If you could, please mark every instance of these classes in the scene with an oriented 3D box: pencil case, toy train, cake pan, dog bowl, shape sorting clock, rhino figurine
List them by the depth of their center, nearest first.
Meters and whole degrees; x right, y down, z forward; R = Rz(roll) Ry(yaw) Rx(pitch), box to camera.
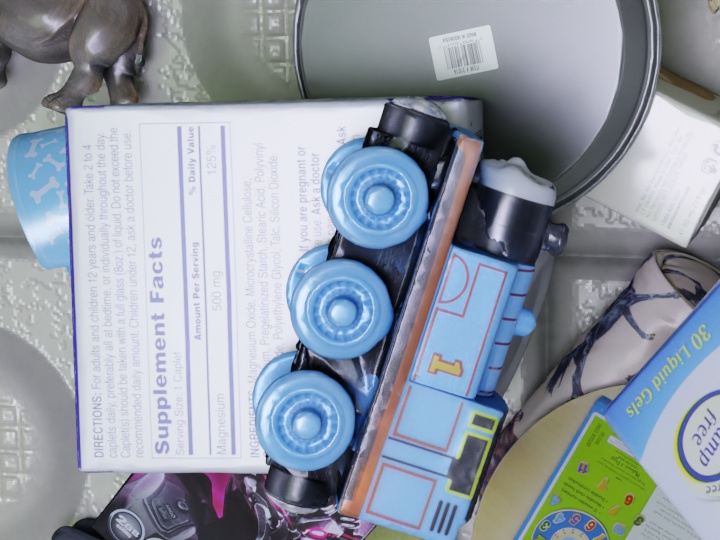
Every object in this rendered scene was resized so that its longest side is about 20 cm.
[{"bbox_3d":[0.022,0.024,1.013,0.114,0.087,0.200,18,96,-6],"label":"toy train"},{"bbox_3d":[0.056,-0.118,1.153,0.200,0.037,0.200,2,100,14],"label":"cake pan"},{"bbox_3d":[0.156,0.161,1.190,0.200,0.039,0.200,-3,80,17],"label":"shape sorting clock"},{"bbox_3d":[0.147,0.081,1.254,0.089,0.078,0.200,33,110,-13],"label":"pencil case"},{"bbox_3d":[-0.135,0.000,1.290,0.050,0.111,0.200,-23,109,13],"label":"dog bowl"},{"bbox_3d":[-0.217,-0.153,1.319,0.200,0.060,0.088,21,89,12],"label":"rhino figurine"}]

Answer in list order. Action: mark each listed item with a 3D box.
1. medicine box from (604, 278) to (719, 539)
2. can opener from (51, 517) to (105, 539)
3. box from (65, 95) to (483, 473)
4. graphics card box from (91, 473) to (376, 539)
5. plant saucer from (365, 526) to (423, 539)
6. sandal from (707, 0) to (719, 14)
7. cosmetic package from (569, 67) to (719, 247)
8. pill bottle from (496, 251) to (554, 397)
[{"bbox_3d":[0.252,0.080,1.057,0.182,0.103,0.200,-50,53,18],"label":"medicine box"},{"bbox_3d":[-0.102,0.205,1.360,0.200,0.063,0.079,26,94,11],"label":"can opener"},{"bbox_3d":[-0.039,0.005,1.109,0.200,0.105,0.184,0,96,7],"label":"box"},{"bbox_3d":[-0.047,0.112,1.228,0.125,0.051,0.200,41,119,1],"label":"graphics card box"},{"bbox_3d":[-0.046,0.172,1.317,0.200,0.031,0.200,-1,75,3],"label":"plant saucer"},{"bbox_3d":[0.217,-0.161,1.182,0.212,0.078,0.070,33,103,2],"label":"sandal"},{"bbox_3d":[0.113,-0.094,1.214,0.200,0.105,0.071,28,105,8],"label":"cosmetic package"},{"bbox_3d":[0.000,0.000,1.260,0.200,0.116,0.116,21,107,11],"label":"pill bottle"}]
